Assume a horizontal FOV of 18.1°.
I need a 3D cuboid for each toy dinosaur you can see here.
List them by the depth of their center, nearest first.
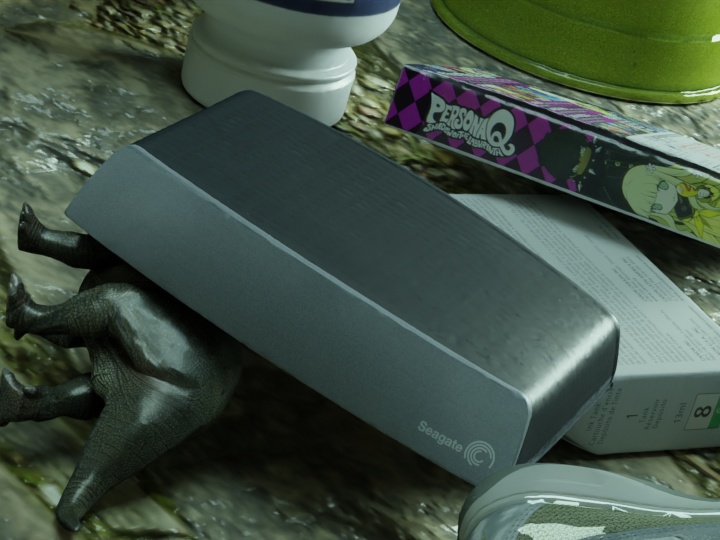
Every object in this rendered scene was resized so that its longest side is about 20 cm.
[{"bbox_3d":[-0.084,0.025,0.865,0.102,0.077,0.200,5,24,-5],"label":"toy dinosaur"}]

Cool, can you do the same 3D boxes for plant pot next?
[{"bbox_3d":[0.162,-0.232,1.373,0.200,0.193,0.200,12,26,-6],"label":"plant pot"}]

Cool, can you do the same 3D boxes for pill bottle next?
[{"bbox_3d":[-0.029,-0.180,1.158,0.119,0.200,0.120,12,26,-6],"label":"pill bottle"}]

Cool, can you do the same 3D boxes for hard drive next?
[{"bbox_3d":[0.000,0.000,0.875,0.200,0.042,0.135,33,28,14],"label":"hard drive"}]

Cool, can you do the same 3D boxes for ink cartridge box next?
[{"bbox_3d":[0.048,0.021,0.981,0.200,0.050,0.161,-2,31,-28],"label":"ink cartridge box"}]

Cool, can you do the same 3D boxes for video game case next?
[{"bbox_3d":[0.120,-0.058,1.123,0.181,0.036,0.200,21,9,11],"label":"video game case"}]

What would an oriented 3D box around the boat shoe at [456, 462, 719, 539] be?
[{"bbox_3d":[0.133,0.115,0.777,0.201,0.075,0.065,10,32,-3],"label":"boat shoe"}]
